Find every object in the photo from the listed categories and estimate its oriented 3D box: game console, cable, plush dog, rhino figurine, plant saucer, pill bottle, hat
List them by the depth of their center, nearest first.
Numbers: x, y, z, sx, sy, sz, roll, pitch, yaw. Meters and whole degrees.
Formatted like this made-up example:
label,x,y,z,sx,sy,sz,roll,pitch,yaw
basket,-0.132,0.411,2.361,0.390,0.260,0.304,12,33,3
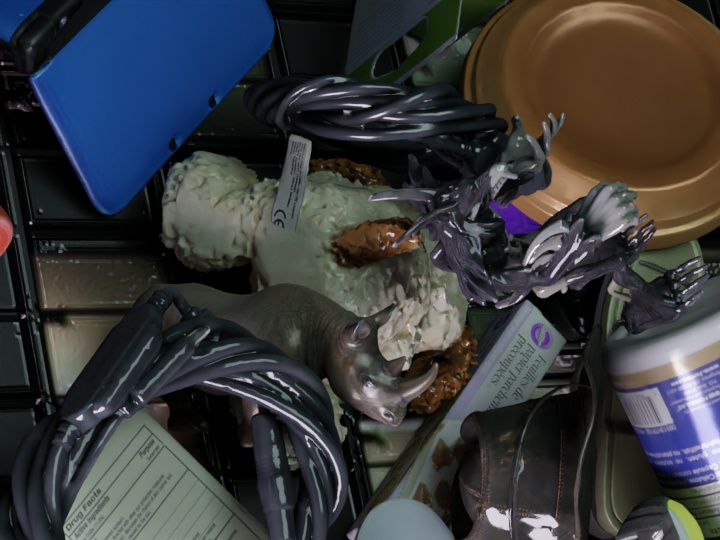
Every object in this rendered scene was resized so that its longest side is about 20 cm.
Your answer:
label,x,y,z,sx,sy,sz,roll,pitch,yaw
cable,-0.095,0.120,1.274,0.163,0.051,0.201,43,60,-20
rhino figurine,-0.049,0.050,1.366,0.060,0.199,0.088,-12,101,-62
hat,0.092,0.122,1.436,0.080,0.201,0.202,5,61,4
cable,0.012,-0.088,1.457,0.199,0.162,0.051,15,91,-53
plush dog,0.000,0.000,1.468,0.171,0.160,0.201,-7,71,-60
pill bottle,0.234,0.111,1.478,0.119,0.119,0.201,-33,100,-39
game console,-0.166,-0.160,1.495,0.170,0.119,0.200,26,49,16
plant saucer,0.161,-0.106,1.564,0.199,0.038,0.201,5,57,-7

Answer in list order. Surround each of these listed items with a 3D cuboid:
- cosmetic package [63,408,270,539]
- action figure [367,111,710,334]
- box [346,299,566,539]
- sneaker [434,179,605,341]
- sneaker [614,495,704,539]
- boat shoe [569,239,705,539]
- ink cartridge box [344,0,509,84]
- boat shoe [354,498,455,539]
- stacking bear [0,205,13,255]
label,x,y,z,sx,sy,sz,roll,pitch,yaw
cosmetic package,-0.100,0.177,1.338,0.200,0.087,0.103,47,53,-9
action figure,0.100,-0.029,1.372,0.199,0.102,0.119,17,28,-43
box,0.060,0.100,1.514,0.039,0.041,0.200,45,52,-9
sneaker,0.128,-0.007,1.593,0.199,0.069,0.100,10,78,-24
sneaker,0.208,0.222,1.444,0.090,0.078,0.201,-19,90,-39
boat shoe,0.162,0.066,1.552,0.074,0.068,0.201,17,77,-24
ink cartridge box,0.062,-0.183,1.578,0.075,0.148,0.201,24,58,-23
boat shoe,0.031,0.234,1.408,0.074,0.086,0.203,-7,65,-17
stacking bear,-0.272,-0.088,1.337,0.113,0.121,0.201,-13,69,-35
